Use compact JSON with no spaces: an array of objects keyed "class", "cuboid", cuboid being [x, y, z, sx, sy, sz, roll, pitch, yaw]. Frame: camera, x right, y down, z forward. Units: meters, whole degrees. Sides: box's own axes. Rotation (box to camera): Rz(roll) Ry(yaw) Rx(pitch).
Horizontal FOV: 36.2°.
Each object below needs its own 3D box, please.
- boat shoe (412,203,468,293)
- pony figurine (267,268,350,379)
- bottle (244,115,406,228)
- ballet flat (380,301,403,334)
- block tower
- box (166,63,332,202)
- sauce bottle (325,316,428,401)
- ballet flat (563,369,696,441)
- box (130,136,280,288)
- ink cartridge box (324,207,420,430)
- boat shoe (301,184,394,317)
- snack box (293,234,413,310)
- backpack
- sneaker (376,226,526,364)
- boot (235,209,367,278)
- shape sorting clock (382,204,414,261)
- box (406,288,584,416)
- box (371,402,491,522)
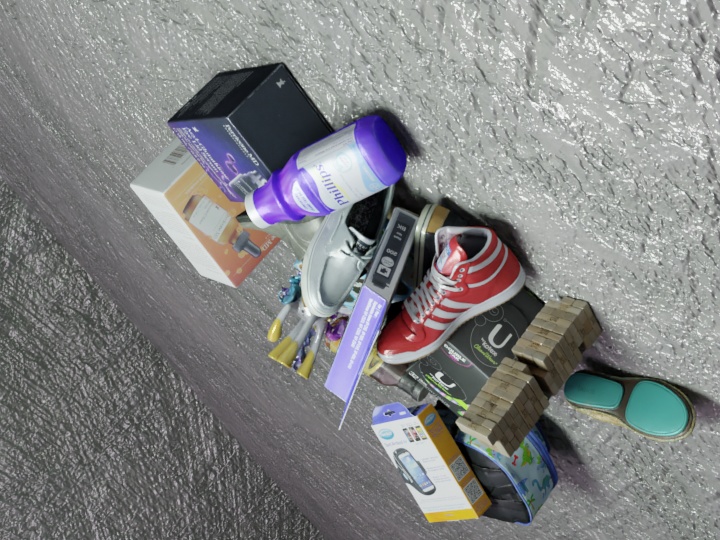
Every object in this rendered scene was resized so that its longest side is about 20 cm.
[{"class":"boat shoe","cuboid":[0.103,-0.002,1.361,0.062,0.075,0.201,16,143,15]},{"class":"pony figurine","cuboid":[-0.063,0.064,1.713,0.166,0.201,0.193,27,173,19]},{"class":"bottle","cuboid":[-0.046,-0.108,1.293,0.199,0.065,0.084,-23,118,26]},{"class":"ballet flat","cuboid":[0.061,0.058,1.503,0.200,0.066,0.057,-87,-18,-67]},{"class":"block tower","cuboid":[0.195,0.122,1.264,0.054,0.200,0.058,17,150,50]},{"class":"box","cuboid":[-0.137,-0.173,1.426,0.148,0.104,0.200,51,159,-24]},{"class":"sauce bottle","cuboid":[0.031,0.150,1.854,0.199,0.066,0.066,30,158,25]},{"class":"ballet flat","cuboid":[0.330,0.162,1.312,0.199,0.071,0.071,12,145,54]},{"class":"box","cuboid":[-0.218,-0.102,1.660,0.106,0.152,0.200,17,149,49]},{"class":"ink cartridge box","cuboid":[0.009,0.058,1.331,0.043,0.201,0.199,21,135,1]},{"class":"boat shoe","cuboid":[-0.012,-0.040,1.332,0.070,0.202,0.071,24,171,-26]},{"class":"snack box","cuboid":[0.000,0.000,1.501,0.116,0.037,0.200,38,157,-18]},{"class":"backpack","cuboid":[0.200,0.276,1.660,0.199,0.147,0.184,10,138,52]},{"class":"sneaker","cuboid":[0.087,0.023,1.276,0.113,0.199,0.071,51,-173,-45]},{"class":"boot","cuboid":[-0.082,-0.032,1.444,0.199,0.068,0.131,1,119,52]},{"class":"shape sorting clock","cuboid":[0.031,-0.040,1.480,0.199,0.039,0.200,26,158,11]},{"class":"box","cuboid":[0.169,0.112,1.409,0.148,0.124,0.200,40,160,1]},{"class":"box","cuboid":[0.097,0.274,1.612,0.119,0.041,0.201,-22,100,53]}]
